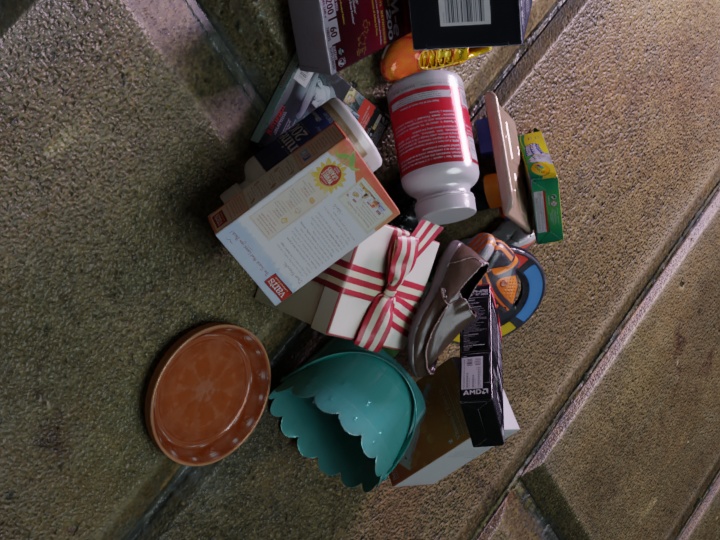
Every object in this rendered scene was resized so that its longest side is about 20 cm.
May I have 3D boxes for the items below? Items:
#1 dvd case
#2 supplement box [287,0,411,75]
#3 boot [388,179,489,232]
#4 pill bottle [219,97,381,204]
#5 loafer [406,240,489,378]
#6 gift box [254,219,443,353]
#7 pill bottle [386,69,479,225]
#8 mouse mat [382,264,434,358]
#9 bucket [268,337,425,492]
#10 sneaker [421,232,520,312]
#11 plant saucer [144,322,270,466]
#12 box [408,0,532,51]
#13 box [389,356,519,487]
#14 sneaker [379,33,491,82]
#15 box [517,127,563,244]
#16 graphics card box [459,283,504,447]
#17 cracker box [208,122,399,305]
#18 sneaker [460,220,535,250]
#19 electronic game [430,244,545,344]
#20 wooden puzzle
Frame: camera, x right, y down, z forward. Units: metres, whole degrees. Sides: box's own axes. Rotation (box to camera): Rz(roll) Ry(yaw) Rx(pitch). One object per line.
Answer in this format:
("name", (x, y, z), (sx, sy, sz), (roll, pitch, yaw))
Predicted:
("dvd case", (-0.051, -0.195, 1.658), (0.200, 0.022, 0.147), (33, 81, -47))
("supplement box", (-0.004, -0.346, 1.603), (0.200, 0.061, 0.109), (-36, 128, -40))
("boot", (0.113, -0.083, 1.826), (0.198, 0.073, 0.163), (28, 88, -47))
("pill bottle", (-0.080, -0.124, 1.563), (0.200, 0.111, 0.111), (-37, 131, -2))
("loafer", (0.122, 0.057, 1.665), (0.201, 0.071, 0.073), (-69, 158, -7))
("gift box", (0.000, 0.000, 1.662), (0.199, 0.186, 0.186), (9, 100, -45))
("pill bottle", (0.106, -0.171, 1.699), (0.112, 0.112, 0.201), (4, 72, -45))
("mouse mat", (0.051, 0.084, 1.839), (0.200, 0.008, 0.161), (-44, 150, -26))
("bucket", (-0.014, 0.198, 1.721), (0.135, 0.206, 0.208), (-48, 133, -27))
("sneaker", (0.163, 0.044, 1.810), (0.112, 0.078, 0.200), (35, 113, -27))
("plant saucer", (-0.208, 0.166, 1.632), (0.200, 0.032, 0.202), (-18, 117, -40))
("box", (0.152, -0.382, 1.635), (0.200, 0.147, 0.108), (-67, 154, -59))
("box", (0.125, 0.233, 1.847), (0.097, 0.125, 0.200), (5, 145, -45))
("sneaker", (0.109, -0.320, 1.730), (0.199, 0.077, 0.073), (-29, 126, -32))
("box", (0.285, -0.140, 1.927), (0.048, 0.200, 0.118), (-8, 119, 6))
("graphics card box", (0.174, 0.135, 1.717), (0.126, 0.051, 0.201), (71, 17, -50))
("cracker box", (-0.070, -0.069, 1.494), (0.200, 0.058, 0.134), (-36, 123, 2))
("sneaker", (0.209, -0.012, 1.949), (0.199, 0.077, 0.082), (-24, 136, -29))
("electronic game", (0.196, 0.040, 1.887), (0.199, 0.042, 0.201), (-9, 131, -10))
("wooden puzzle", (0.216, -0.157, 1.837), (0.200, 0.046, 0.187), (29, 52, -71))
